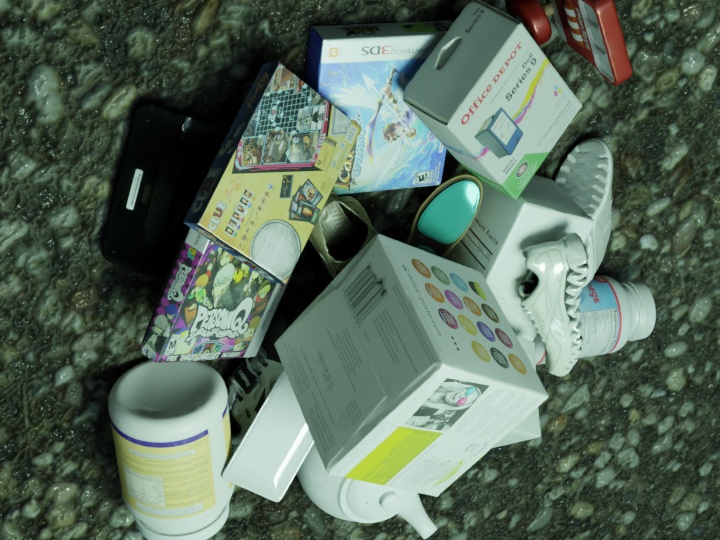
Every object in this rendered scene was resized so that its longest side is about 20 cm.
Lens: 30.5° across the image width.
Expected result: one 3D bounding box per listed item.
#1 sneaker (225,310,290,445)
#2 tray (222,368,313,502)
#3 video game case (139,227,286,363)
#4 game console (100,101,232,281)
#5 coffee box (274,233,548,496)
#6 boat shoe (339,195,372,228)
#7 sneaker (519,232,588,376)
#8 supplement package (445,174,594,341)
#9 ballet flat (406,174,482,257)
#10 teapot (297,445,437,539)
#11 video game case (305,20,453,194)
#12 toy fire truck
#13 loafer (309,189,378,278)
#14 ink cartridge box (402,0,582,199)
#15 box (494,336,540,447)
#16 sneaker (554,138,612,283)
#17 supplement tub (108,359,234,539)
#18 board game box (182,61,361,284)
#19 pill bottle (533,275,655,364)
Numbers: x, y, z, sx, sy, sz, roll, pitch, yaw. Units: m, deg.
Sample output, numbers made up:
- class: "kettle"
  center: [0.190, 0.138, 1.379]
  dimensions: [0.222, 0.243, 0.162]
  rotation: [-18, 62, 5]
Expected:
- class: "sneaker"
  center: [-0.134, 0.145, 1.673]
  dimensions: [0.087, 0.074, 0.202]
  rotation: [-3, 121, -27]
- class: "tray"
  center: [-0.091, 0.183, 1.641]
  dimensions: [0.107, 0.022, 0.201]
  rotation: [32, 87, -41]
- class: "video game case"
  center: [-0.154, 0.019, 1.541]
  dimensions: [0.199, 0.036, 0.183]
  rotation: [3, 114, -60]
- class: "game console"
  center: [-0.187, -0.093, 1.530]
  dimensions: [0.174, 0.117, 0.202]
  rotation: [19, 114, -1]
- class: "coffee box"
  center: [0.057, 0.115, 1.537]
  dimensions: [0.196, 0.201, 0.200]
  rotation: [19, 125, -43]
- class: "boat shoe"
  center: [0.000, 0.000, 1.651]
  dimensions: [0.073, 0.067, 0.202]
  rotation: [-24, 128, -10]
- class: "sneaker"
  center: [0.235, 0.045, 1.648]
  dimensions: [0.080, 0.075, 0.202]
  rotation: [-8, 123, -6]
- class: "supplement package"
  center: [0.187, -0.017, 1.698]
  dimensions: [0.120, 0.120, 0.202]
  rotation: [12, 115, -31]
- class: "ballet flat"
  center: [0.088, -0.045, 1.670]
  dimensions: [0.068, 0.063, 0.201]
  rotation: [28, 111, -11]
- class: "teapot"
  center: [0.010, 0.265, 1.776]
  dimensions: [0.197, 0.146, 0.200]
  rotation: [-4, 122, -23]
- class: "video game case"
  center: [0.021, -0.189, 1.554]
  dimensions: [0.179, 0.046, 0.202]
  rotation: [-7, 123, -22]
- class: "toy fire truck"
  center: [0.242, -0.324, 1.498]
  dimensions: [0.111, 0.168, 0.201]
  rotation: [-29, 129, -6]
- class: "loafer"
  center: [-0.012, -0.024, 1.559]
  dimensions: [0.076, 0.067, 0.200]
  rotation: [-46, 122, -2]
- class: "ink cartridge box"
  center: [0.157, -0.197, 1.547]
  dimensions: [0.146, 0.087, 0.200]
  rotation: [-54, 141, -2]
- class: "box"
  center: [0.120, 0.162, 1.679]
  dimensions: [0.199, 0.126, 0.097]
  rotation: [-19, 153, 41]
- class: "sneaker"
  center: [0.300, -0.083, 1.761]
  dimensions: [0.082, 0.074, 0.203]
  rotation: [-31, 134, -53]
- class: "supplement tub"
  center: [-0.229, 0.224, 1.631]
  dimensions: [0.144, 0.146, 0.202]
  rotation: [-13, 125, -18]
- class: "board game box"
  center: [-0.094, -0.106, 1.449]
  dimensions: [0.135, 0.034, 0.202]
  rotation: [35, 74, -34]
- class: "pill bottle"
  center: [0.301, 0.065, 1.816]
  dimensions: [0.197, 0.109, 0.110]
  rotation: [-7, 123, -23]
